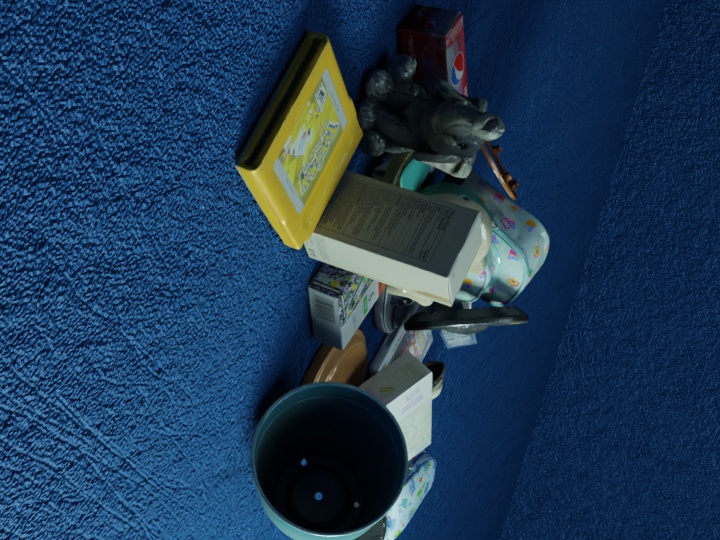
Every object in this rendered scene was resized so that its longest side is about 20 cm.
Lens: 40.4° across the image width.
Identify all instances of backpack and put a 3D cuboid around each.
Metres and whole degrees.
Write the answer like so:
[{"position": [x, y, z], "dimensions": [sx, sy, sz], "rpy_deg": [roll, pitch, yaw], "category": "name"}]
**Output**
[{"position": [0.048, 0.381, 1.729], "dimensions": [0.200, 0.153, 0.164], "rpy_deg": [-61, 155, -59], "category": "backpack"}, {"position": [0.188, -0.039, 1.542], "dimensions": [0.153, 0.199, 0.176], "rpy_deg": [-53, 169, -37], "category": "backpack"}]

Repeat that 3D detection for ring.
[{"position": [0.197, -0.200, 1.516], "dimensions": [0.019, 0.201, 0.200], "rpy_deg": [-30, 165, 13], "category": "ring"}]

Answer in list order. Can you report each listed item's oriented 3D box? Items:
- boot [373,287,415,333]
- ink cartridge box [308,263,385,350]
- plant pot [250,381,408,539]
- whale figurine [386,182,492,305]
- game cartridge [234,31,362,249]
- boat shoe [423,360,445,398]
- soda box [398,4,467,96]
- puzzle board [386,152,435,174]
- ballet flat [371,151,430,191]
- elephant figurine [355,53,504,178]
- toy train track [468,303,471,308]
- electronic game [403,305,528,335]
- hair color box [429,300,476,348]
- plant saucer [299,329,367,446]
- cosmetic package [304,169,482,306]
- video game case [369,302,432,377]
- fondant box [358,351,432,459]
[{"position": [0.078, 0.027, 1.515], "dimensions": [0.073, 0.090, 0.201], "rpy_deg": [-49, 151, -45], "category": "boot"}, {"position": [0.000, 0.000, 1.348], "dimensions": [0.200, 0.050, 0.109], "rpy_deg": [-54, 154, -36], "category": "ink cartridge box"}, {"position": [-0.049, 0.276, 1.304], "dimensions": [0.200, 0.199, 0.188], "rpy_deg": [-58, 172, -28], "category": "plant pot"}, {"position": [0.107, -0.040, 1.400], "dimensions": [0.104, 0.158, 0.200], "rpy_deg": [-83, -165, -48], "category": "whale figurine"}, {"position": [-0.060, -0.137, 1.095], "dimensions": [0.177, 0.032, 0.200], "rpy_deg": [-64, 158, -16], "category": "game cartridge"}, {"position": [0.064, 0.196, 1.609], "dimensions": [0.199, 0.072, 0.065], "rpy_deg": [-17, 138, -38], "category": "boat shoe"}, {"position": [0.103, -0.254, 1.326], "dimensions": [0.064, 0.070, 0.201], "rpy_deg": [-55, 150, -37], "category": "soda box"}, {"position": [0.089, -0.180, 1.461], "dimensions": [0.200, 0.017, 0.151], "rpy_deg": [-51, 152, -40], "category": "puzzle board"}, {"position": [0.035, -0.105, 1.320], "dimensions": [0.071, 0.070, 0.200], "rpy_deg": [82, 30, -52], "category": "ballet flat"}, {"position": [0.103, -0.179, 1.230], "dimensions": [0.155, 0.199, 0.142], "rpy_deg": [-48, 151, -45], "category": "elephant figurine"}, {"position": [0.195, -0.006, 1.754], "dimensions": [0.200, 0.032, 0.115], "rpy_deg": [-84, 158, -70], "category": "toy train track"}, {"position": [0.168, 0.083, 1.561], "dimensions": [0.200, 0.199, 0.042], "rpy_deg": [6, 79, -69], "category": "electronic game"}, {"position": [0.161, 0.062, 1.752], "dimensions": [0.200, 0.060, 0.101], "rpy_deg": [60, 20, -65], "category": "hair color box"}, {"position": [-0.039, 0.180, 1.444], "dimensions": [0.200, 0.032, 0.201], "rpy_deg": [-51, 152, -41], "category": "plant saucer"}, {"position": [0.038, -0.043, 1.190], "dimensions": [0.105, 0.199, 0.071], "rpy_deg": [-60, 158, -24], "category": "cosmetic package"}, {"position": [0.076, 0.145, 1.718], "dimensions": [0.183, 0.023, 0.200], "rpy_deg": [-60, 158, -26], "category": "video game case"}, {"position": [0.039, 0.236, 1.504], "dimensions": [0.144, 0.058, 0.201], "rpy_deg": [-33, 143, -24], "category": "fondant box"}]
